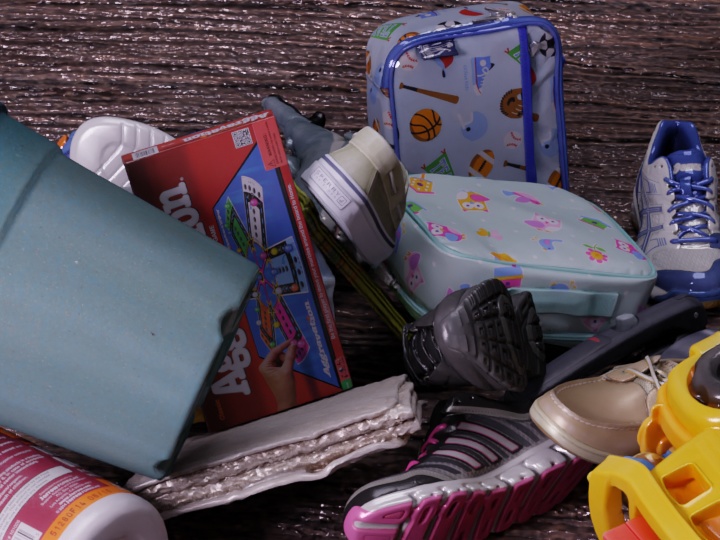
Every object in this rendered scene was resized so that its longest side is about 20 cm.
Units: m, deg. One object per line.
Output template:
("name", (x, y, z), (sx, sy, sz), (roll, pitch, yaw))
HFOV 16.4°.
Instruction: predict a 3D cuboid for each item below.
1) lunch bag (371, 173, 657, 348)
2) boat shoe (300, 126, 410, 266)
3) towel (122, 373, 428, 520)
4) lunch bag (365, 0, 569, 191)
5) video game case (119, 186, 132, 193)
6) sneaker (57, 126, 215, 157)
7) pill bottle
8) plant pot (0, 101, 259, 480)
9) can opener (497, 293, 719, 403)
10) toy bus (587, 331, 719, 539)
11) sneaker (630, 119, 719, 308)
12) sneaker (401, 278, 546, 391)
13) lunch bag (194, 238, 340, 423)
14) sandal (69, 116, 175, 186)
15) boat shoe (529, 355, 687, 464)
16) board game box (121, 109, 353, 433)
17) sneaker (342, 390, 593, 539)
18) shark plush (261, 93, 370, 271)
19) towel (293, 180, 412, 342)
("lunch bag", (0.108, -0.003, 1.845), (0.200, 0.077, 0.160), (4, 27, -25))
("boat shoe", (0.007, -0.051, 1.725), (0.062, 0.072, 0.200), (-39, -7, 0))
("towel", (-0.054, 0.117, 1.632), (0.200, 0.034, 0.133), (-17, 5, 5))
("lunch bag", (0.088, -0.112, 1.946), (0.160, 0.200, 0.076), (-9, 23, -15))
("video game case", (-0.194, -0.031, 1.825), (0.200, 0.023, 0.182), (-13, -7, 37))
("sneaker", (-0.156, -0.065, 2.004), (0.200, 0.075, 0.078), (-1, 38, 14))
("pill bottle", (-0.226, 0.158, 1.562), (0.200, 0.110, 0.110), (23, 36, 33))
("plant pot", (-0.179, 0.024, 1.551), (0.196, 0.200, 0.200), (24, 32, 0))
("can opener", (0.174, 0.069, 1.765), (0.200, 0.063, 0.079), (-20, 8, -27))
("toy bus", (0.208, 0.157, 1.564), (0.192, 0.136, 0.200), (-23, 39, -10))
("sneaker", (0.246, -0.046, 1.948), (0.075, 0.088, 0.200), (0, 31, -5))
("sneaker", (0.067, 0.051, 1.660), (0.091, 0.076, 0.200), (-11, -8, 12))
("lunch bag", (-0.108, 0.031, 1.766), (0.170, 0.127, 0.200), (-7, 22, -10))
("sandal", (-0.133, -0.056, 1.946), (0.203, 0.082, 0.050), (26, 11, -9))
("boat shoe", (0.194, 0.085, 1.679), (0.200, 0.065, 0.072), (1, 37, -43))
("board game box", (-0.079, 0.002, 1.643), (0.103, 0.200, 0.019), (-18, 22, -3))
("sneaker", (0.057, 0.129, 1.635), (0.200, 0.074, 0.087), (-17, 52, -36))
("shark plush", (-0.036, -0.088, 1.929), (0.083, 0.091, 0.200), (6, 44, -26))
("towel", (0.000, 0.000, 1.777), (0.018, 0.200, 0.086), (-38, 35, 4))
